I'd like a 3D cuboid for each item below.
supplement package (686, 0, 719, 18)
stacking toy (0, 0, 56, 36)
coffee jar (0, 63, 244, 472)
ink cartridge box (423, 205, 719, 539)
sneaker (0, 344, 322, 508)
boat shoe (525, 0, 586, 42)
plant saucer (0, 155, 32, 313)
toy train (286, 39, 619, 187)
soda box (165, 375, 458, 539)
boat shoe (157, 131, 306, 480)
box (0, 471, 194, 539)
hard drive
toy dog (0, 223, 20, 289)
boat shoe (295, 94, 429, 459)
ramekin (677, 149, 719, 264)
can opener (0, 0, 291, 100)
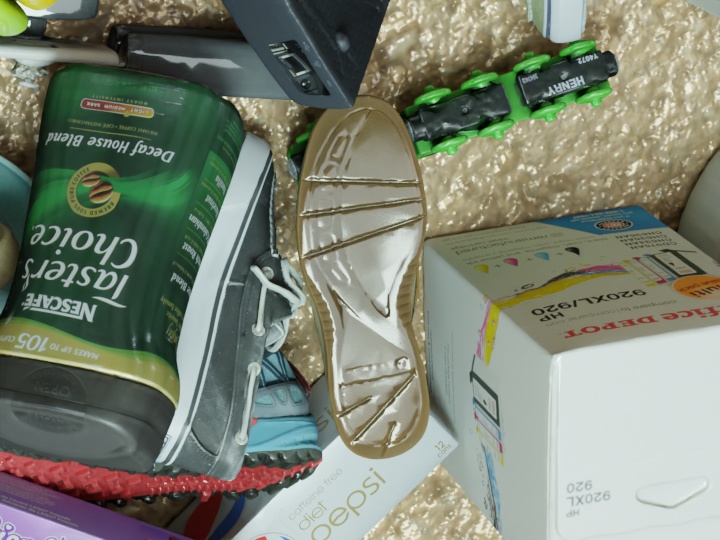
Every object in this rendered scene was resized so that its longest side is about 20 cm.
[{"bbox_3d":[0.319,-0.197,1.411,0.200,0.151,0.152,6,106,-21],"label":"supplement package"},{"bbox_3d":[-0.198,-0.149,1.257,0.200,0.116,0.110,-49,147,3],"label":"stacking toy"},{"bbox_3d":[-0.130,0.000,1.273,0.104,0.085,0.200,9,74,10],"label":"coffee jar"},{"bbox_3d":[0.137,0.068,1.415,0.147,0.200,0.145,-9,112,-17],"label":"ink cartridge box"},{"bbox_3d":[-0.125,0.079,1.384,0.200,0.096,0.079,1,151,-20],"label":"sneaker"},{"bbox_3d":[0.087,-0.223,1.376,0.062,0.072,0.200,-9,106,4],"label":"boat shoe"},{"bbox_3d":[-0.254,0.015,1.351,0.200,0.036,0.200,-6,111,-17],"label":"plant saucer"},{"bbox_3d":[0.051,-0.086,1.409,0.200,0.056,0.042,-19,87,-11],"label":"toy train"},{"bbox_3d":[-0.042,0.139,1.451,0.200,0.068,0.064,-45,117,0],"label":"soda box"},{"bbox_3d":[-0.066,0.019,1.352,0.068,0.074,0.199,21,56,-14],"label":"boat shoe"},{"bbox_3d":[-0.162,0.193,1.346,0.200,0.039,0.137,20,110,-3],"label":"box"},{"bbox_3d":[-0.052,-0.191,1.301,0.042,0.135,0.200,-17,121,23],"label":"hard drive"},{"bbox_3d":[-0.259,0.007,1.272,0.200,0.096,0.132,-47,116,1],"label":"toy dog"},{"bbox_3d":[0.000,0.000,1.365,0.072,0.072,0.200,-9,104,-7],"label":"boat shoe"},{"bbox_3d":[0.288,-0.007,1.499,0.200,0.098,0.200,-6,110,-17],"label":"ramekin"},{"bbox_3d":[-0.116,-0.125,1.339,0.200,0.053,0.066,6,106,-21],"label":"can opener"}]
